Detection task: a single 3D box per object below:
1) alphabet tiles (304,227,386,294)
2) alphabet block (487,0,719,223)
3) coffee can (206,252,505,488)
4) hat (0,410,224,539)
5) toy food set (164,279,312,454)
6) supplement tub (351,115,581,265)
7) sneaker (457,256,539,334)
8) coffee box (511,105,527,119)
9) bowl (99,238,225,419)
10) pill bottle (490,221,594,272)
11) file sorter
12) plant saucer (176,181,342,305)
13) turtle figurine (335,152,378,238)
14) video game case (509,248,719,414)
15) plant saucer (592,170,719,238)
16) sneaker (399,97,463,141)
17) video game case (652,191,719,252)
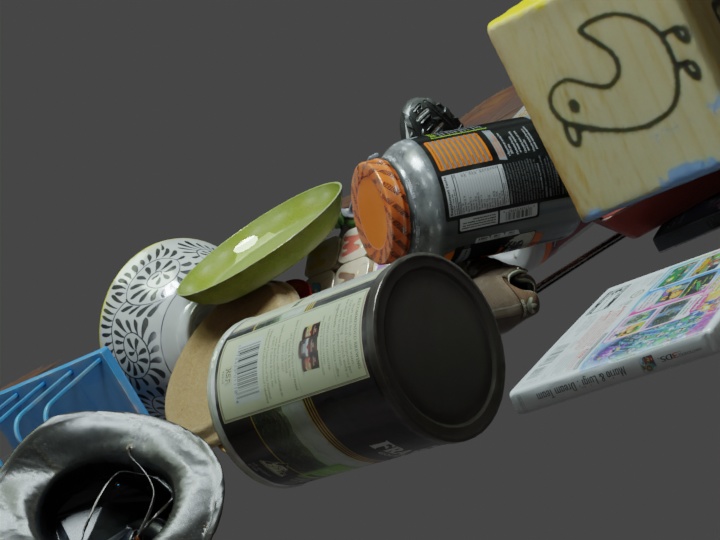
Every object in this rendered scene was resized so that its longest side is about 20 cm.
[{"bbox_3d":[-0.029,0.050,1.734,0.195,0.015,0.202,-21,49,42],"label":"alphabet tiles"},{"bbox_3d":[0.265,-0.193,1.604,0.194,0.201,0.196,-23,10,36],"label":"alphabet block"},{"bbox_3d":[-0.005,0.083,1.414,0.199,0.147,0.146,-21,12,43],"label":"coffee can"},{"bbox_3d":[-0.203,0.206,1.447,0.198,0.081,0.202,-4,50,5],"label":"hat"},{"bbox_3d":[-0.117,0.094,1.746,0.199,0.049,0.199,-13,48,51],"label":"toy food set"},{"bbox_3d":[0.099,-0.071,1.660,0.198,0.124,0.122,-12,3,-20],"label":"supplement tub"},{"bbox_3d":[0.127,0.025,1.662,0.075,0.071,0.200,-8,13,4],"label":"sneaker"},{"bbox_3d":[0.174,-0.108,1.991,0.200,0.080,0.114,-46,9,1],"label":"coffee box"},{"bbox_3d":[-0.168,0.066,1.887,0.200,0.202,0.094,-33,17,-29],"label":"bowl"},{"bbox_3d":[0.204,-0.087,1.848,0.199,0.110,0.109,-35,11,-33],"label":"pill bottle"},{"bbox_3d":[-0.323,0.192,1.839,0.199,0.140,0.123,-22,14,38],"label":"file sorter"},{"bbox_3d":[-0.095,-0.021,1.799,0.199,0.031,0.200,-31,13,8],"label":"plant saucer"},{"bbox_3d":[0.000,0.000,1.822,0.194,0.144,0.200,-42,-14,-9],"label":"turtle figurine"},{"bbox_3d":[0.228,0.036,1.356,0.181,0.024,0.200,-22,10,38],"label":"video game case"},{"bbox_3d":[0.301,-0.089,1.683,0.199,0.037,0.200,-29,8,-1],"label":"plant saucer"},{"bbox_3d":[0.078,-0.097,1.849,0.079,0.201,0.074,22,59,42],"label":"sneaker"},{"bbox_3d":[0.367,-0.082,1.603,0.199,0.019,0.143,-26,9,28],"label":"video game case"}]
